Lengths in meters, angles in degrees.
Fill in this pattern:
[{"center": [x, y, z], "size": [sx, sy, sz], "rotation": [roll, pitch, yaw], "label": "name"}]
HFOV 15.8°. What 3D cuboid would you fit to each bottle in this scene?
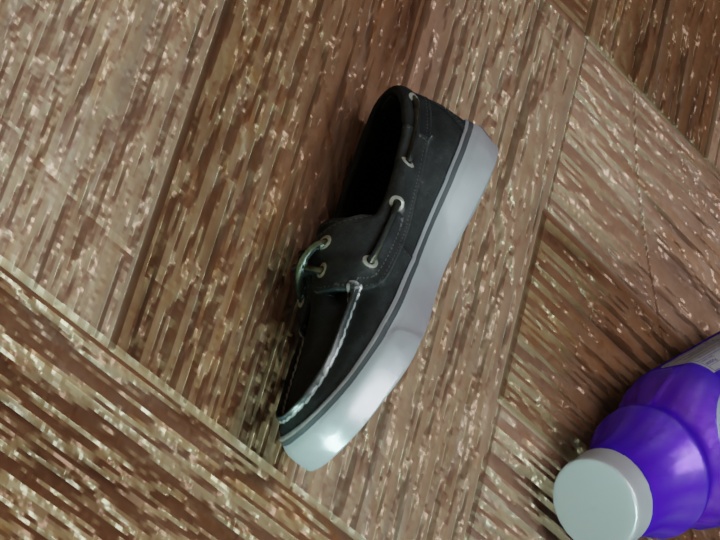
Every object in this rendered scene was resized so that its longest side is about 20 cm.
[{"center": [0.166, 0.083, 1.273], "size": [0.200, 0.065, 0.084], "rotation": [-22, 97, -50], "label": "bottle"}]

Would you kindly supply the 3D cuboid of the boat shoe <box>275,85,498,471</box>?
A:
[{"center": [0.000, 0.000, 1.113], "size": [0.057, 0.069, 0.200], "rotation": [37, 48, -13], "label": "boat shoe"}]
